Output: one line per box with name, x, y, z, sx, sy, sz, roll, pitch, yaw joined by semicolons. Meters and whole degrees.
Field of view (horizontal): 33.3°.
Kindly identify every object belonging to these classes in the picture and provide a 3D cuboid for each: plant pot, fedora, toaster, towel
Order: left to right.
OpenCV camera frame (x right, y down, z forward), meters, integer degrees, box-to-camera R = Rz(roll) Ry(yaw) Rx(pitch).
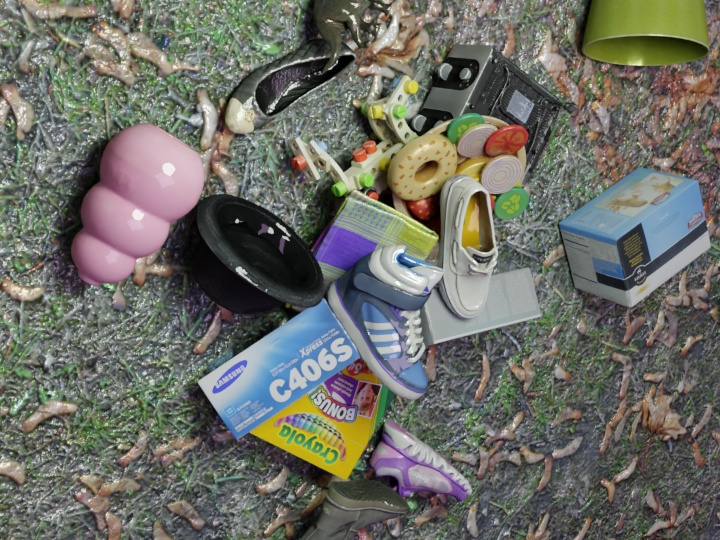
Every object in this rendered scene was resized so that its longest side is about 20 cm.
fedora;-0.145;-0.004;1.536;0.200;0.201;0.092;24;122;-39
towel;0.000;0.000;1.617;0.144;0.023;0.200;27;118;-12
toaster;0.178;-0.205;1.710;0.200;0.119;0.181;27;88;-38
plant pot;0.432;-0.427;1.811;0.187;0.187;0.200;6;85;-37

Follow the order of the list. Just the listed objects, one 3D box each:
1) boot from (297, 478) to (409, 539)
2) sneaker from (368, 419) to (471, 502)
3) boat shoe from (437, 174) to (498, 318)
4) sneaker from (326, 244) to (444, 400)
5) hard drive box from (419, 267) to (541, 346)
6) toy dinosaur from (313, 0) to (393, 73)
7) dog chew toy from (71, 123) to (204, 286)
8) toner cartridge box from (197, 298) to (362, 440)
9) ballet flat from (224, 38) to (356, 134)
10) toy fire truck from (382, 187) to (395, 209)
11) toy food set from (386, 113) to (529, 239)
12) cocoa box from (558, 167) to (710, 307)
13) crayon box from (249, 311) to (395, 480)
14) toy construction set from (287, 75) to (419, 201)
boot;-0.037;0.400;1.749;0.182;0.073;0.200;16;106;-44
sneaker;0.086;0.309;1.833;0.200;0.080;0.089;38;87;-33
boat shoe;0.147;-0.023;1.579;0.071;0.070;0.200;-11;113;-23
sneaker;0.064;0.061;1.574;0.200;0.146;0.081;53;27;-6
hard drive box;0.129;0.059;1.724;0.200;0.156;0.077;-11;86;-33
toy dinosaur;-0.016;-0.344;1.551;0.102;0.077;0.200;29;88;-2
dog chew toy;-0.273;-0.072;1.425;0.124;0.125;0.200;30;93;-38
toner cartridge box;-0.106;0.130;1.593;0.200;0.043;0.095;-34;88;-5
ballet flat;-0.092;-0.240;1.540;0.200;0.057;0.066;-39;123;-21
toy fire truck;0.025;-0.050;1.690;0.141;0.049;0.200;-8;108;-33
toy food set;0.137;-0.124;1.609;0.198;0.049;0.200;-25;133;-3
cocoa box;0.444;-0.058;1.942;0.200;0.133;0.131;-33;121;-24
crayon box;-0.056;0.179;1.695;0.200;0.058;0.173;33;83;-38
toy construction set;0.005;-0.163;1.605;0.200;0.092;0.131;-29;122;-20
